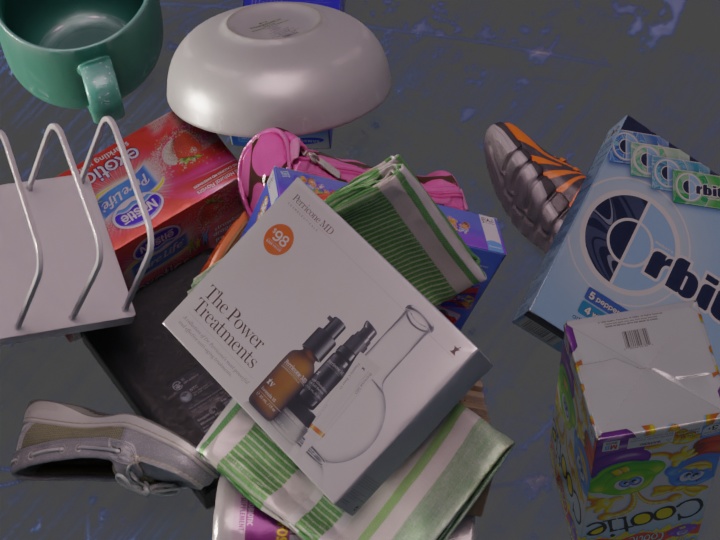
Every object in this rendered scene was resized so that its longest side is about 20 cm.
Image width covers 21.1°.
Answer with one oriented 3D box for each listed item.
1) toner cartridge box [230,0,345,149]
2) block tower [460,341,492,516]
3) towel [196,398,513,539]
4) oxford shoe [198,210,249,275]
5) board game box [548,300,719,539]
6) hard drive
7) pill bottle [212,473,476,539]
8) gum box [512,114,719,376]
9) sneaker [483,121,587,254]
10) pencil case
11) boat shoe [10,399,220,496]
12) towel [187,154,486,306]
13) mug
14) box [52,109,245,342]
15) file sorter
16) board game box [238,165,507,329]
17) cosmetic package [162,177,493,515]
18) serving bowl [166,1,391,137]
[{"bbox_3d":[-0.066,-0.207,1.802,0.094,0.043,0.201,2,57,5],"label":"toner cartridge box"},{"bbox_3d":[0.067,0.114,1.516,0.054,0.058,0.200,11,22,-8],"label":"block tower"},{"bbox_3d":[-0.009,0.132,1.419,0.199,0.023,0.153,35,86,26],"label":"towel"},{"bbox_3d":[-0.071,-0.021,1.647,0.073,0.071,0.200,41,50,4],"label":"oxford shoe"},{"bbox_3d":[0.209,0.127,1.477,0.104,0.201,0.104,-9,57,-4],"label":"board game box"},{"bbox_3d":[-0.127,0.086,1.621,0.139,0.033,0.200,-32,61,-17],"label":"hard drive"},{"bbox_3d":[-0.010,0.208,1.488,0.198,0.113,0.113,1,57,4],"label":"pill bottle"},{"bbox_3d":[0.243,0.000,1.601,0.169,0.045,0.201,31,69,-7],"label":"gum box"},{"bbox_3d":[0.198,-0.063,1.686,0.112,0.078,0.201,-29,71,-20],"label":"sneaker"},{"bbox_3d":[-0.001,-0.063,1.622,0.199,0.094,0.091,10,52,-35],"label":"pencil case"},{"bbox_3d":[-0.196,0.151,1.540,0.201,0.074,0.065,9,70,32],"label":"boat shoe"},{"bbox_3d":[-0.017,0.008,1.515,0.199,0.153,0.023,-31,40,12],"label":"towel"},{"bbox_3d":[-0.262,-0.213,1.773,0.151,0.115,0.186,12,59,10],"label":"mug"},{"bbox_3d":[-0.199,-0.043,1.670,0.199,0.096,0.100,-31,62,-17],"label":"box"},{"bbox_3d":[-0.275,-0.032,1.505,0.198,0.125,0.140,-9,64,-28],"label":"file sorter"},{"bbox_3d":[0.000,0.000,1.562,0.198,0.135,0.045,12,39,-22],"label":"board game box"},{"bbox_3d":[-0.026,0.053,1.403,0.151,0.052,0.200,-46,65,-2],"label":"cosmetic package"},{"bbox_3d":[-0.072,-0.187,1.676,0.198,0.066,0.201,-2,31,1],"label":"serving bowl"}]
